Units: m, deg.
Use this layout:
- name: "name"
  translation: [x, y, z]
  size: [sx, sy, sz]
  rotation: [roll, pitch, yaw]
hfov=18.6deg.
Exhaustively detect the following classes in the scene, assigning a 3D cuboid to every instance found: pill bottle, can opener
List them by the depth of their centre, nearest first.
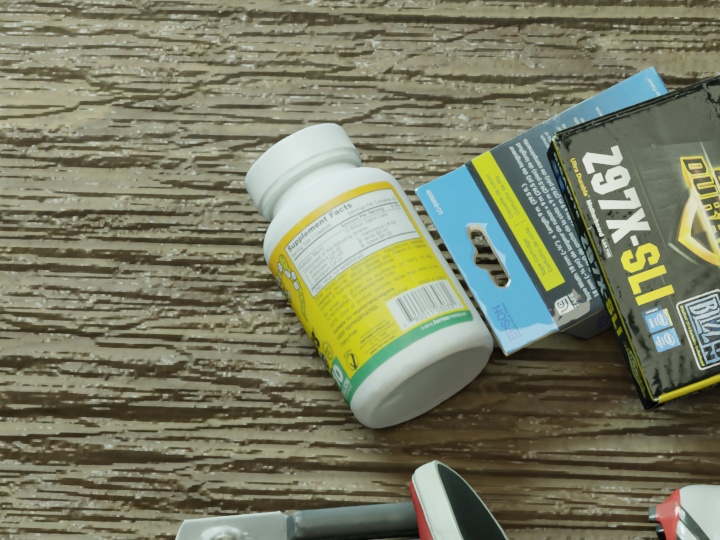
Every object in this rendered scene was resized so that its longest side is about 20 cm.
- name: "can opener"
  translation: [-0.034, 0.195, 1.522]
  size: [0.198, 0.067, 0.054]
  rotation: [-3, 68, -11]
- name: "pill bottle"
  translation: [0.000, 0.000, 1.553]
  size: [0.112, 0.113, 0.201]
  rotation: [-29, 71, -7]

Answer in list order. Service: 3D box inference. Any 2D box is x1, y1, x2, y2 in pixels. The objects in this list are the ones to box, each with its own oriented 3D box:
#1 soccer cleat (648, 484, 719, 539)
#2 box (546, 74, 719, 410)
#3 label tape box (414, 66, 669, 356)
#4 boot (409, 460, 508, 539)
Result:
- name: "soccer cleat"
  translation: [0.246, 0.238, 1.470]
  size: [0.085, 0.069, 0.201]
  rotation: [-12, 64, 15]
- name: "box"
  translation: [0.236, -0.024, 1.515]
  size: [0.159, 0.049, 0.201]
  rotation: [-19, 79, -4]
- name: "label tape box"
  translation: [0.158, -0.034, 1.580]
  size: [0.199, 0.063, 0.145]
  rotation: [-27, 72, -6]
- name: "boot"
  translation: [0.039, 0.234, 1.452]
  size: [0.144, 0.072, 0.201]
  rotation: [-40, 44, 22]
